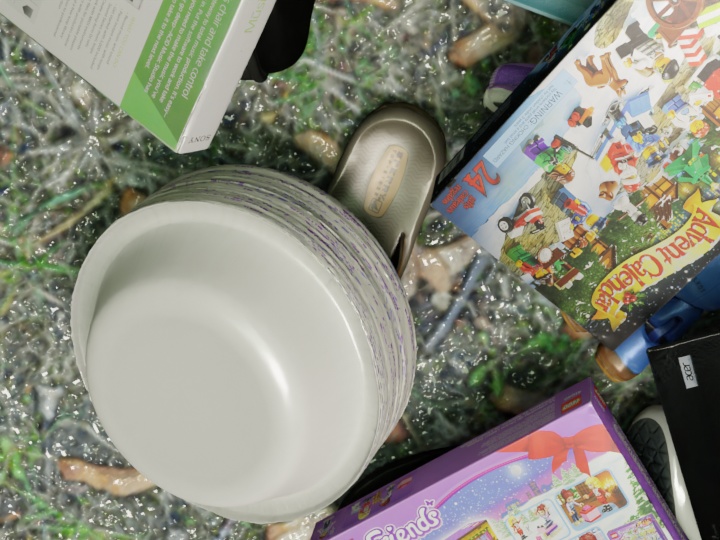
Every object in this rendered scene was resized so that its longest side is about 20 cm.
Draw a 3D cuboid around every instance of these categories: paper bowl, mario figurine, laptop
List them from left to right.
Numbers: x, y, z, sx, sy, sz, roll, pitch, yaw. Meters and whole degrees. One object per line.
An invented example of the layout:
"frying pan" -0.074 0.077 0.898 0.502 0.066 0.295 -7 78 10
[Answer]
"paper bowl" -0.075 0.051 0.787 0.198 0.104 0.204 10 118 20
"mario figurine" 0.217 -0.019 0.824 0.199 0.107 0.123 -33 139 20
"laptop" 0.269 0.045 0.791 0.102 0.201 0.178 14 144 38

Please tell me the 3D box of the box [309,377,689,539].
"box" 0.085 0.170 0.825 0.198 0.039 0.138 -30 102 17

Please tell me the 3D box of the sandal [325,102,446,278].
"sandal" 0.000 0.000 0.829 0.081 0.055 0.202 22 105 -5

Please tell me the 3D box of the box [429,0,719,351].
"box" 0.150 -0.068 0.728 0.136 0.038 0.200 37 118 -10

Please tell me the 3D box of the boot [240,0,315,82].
"boot" 0.010 -0.192 0.747 0.155 0.080 0.214 11 116 3

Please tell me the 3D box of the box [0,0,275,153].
"box" -0.131 -0.178 0.740 0.199 0.036 0.145 38 115 20

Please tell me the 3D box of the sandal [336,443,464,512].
"sandal" 0.067 0.146 0.872 0.198 0.048 0.076 -24 104 8

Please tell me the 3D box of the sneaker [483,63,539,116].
"sneaker" 0.166 -0.117 0.796 0.197 0.081 0.085 -6 90 -7

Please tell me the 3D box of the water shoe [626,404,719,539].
"water shoe" 0.219 0.169 0.876 0.078 0.071 0.203 -18 109 -16

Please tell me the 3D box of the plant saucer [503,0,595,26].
"plant saucer" 0.072 -0.172 0.700 0.198 0.019 0.070 13 138 -29
